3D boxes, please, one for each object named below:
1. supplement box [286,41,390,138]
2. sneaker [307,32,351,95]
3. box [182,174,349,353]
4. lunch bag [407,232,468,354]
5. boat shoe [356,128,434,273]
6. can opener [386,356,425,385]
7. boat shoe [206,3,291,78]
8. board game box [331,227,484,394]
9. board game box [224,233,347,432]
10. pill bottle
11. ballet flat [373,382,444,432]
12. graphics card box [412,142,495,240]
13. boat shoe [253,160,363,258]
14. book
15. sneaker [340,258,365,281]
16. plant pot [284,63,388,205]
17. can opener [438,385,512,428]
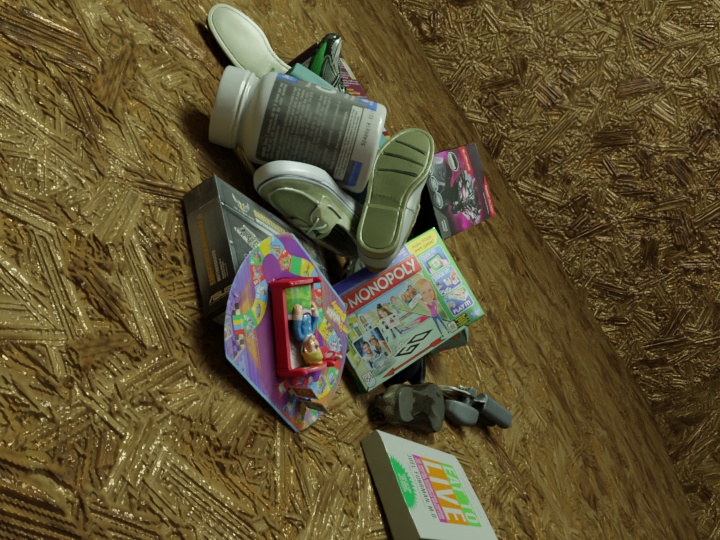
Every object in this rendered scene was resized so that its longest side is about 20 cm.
[{"bbox_3d":[-0.040,-0.288,1.385,0.201,0.085,0.110,59,20,-2],"label":"supplement box"},{"bbox_3d":[-0.034,-0.253,1.175,0.078,0.084,0.201,-68,161,-53],"label":"sneaker"},{"bbox_3d":[-0.101,0.007,0.867,0.200,0.048,0.159,34,31,-52],"label":"box"},{"bbox_3d":[0.108,0.026,1.260,0.161,0.077,0.201,-103,171,-49],"label":"lunch bag"},{"bbox_3d":[0.040,-0.090,1.001,0.069,0.074,0.201,90,21,-61],"label":"boat shoe"},{"bbox_3d":[0.043,0.064,1.100,0.079,0.063,0.201,59,17,-68],"label":"can opener"},{"bbox_3d":[-0.158,-0.306,1.176,0.200,0.067,0.072,44,68,-27],"label":"boat shoe"},{"bbox_3d":[0.048,0.048,1.008,0.135,0.199,0.029,60,-25,0],"label":"board game box"},{"bbox_3d":[-0.054,0.060,0.793,0.200,0.039,0.159,56,44,-39],"label":"board game box"},{"bbox_3d":[-0.077,-0.175,0.966,0.199,0.114,0.114,16,30,-5],"label":"pill bottle"},{"bbox_3d":[0.067,0.181,1.045,0.200,0.046,0.068,23,63,-64],"label":"ballet flat"},{"bbox_3d":[0.134,-0.120,1.209,0.200,0.051,0.126,-23,99,-53],"label":"graphics card box"},{"bbox_3d":[-0.049,-0.070,0.944,0.200,0.072,0.062,25,48,-51],"label":"boat shoe"},{"bbox_3d":[0.082,0.274,0.954,0.200,0.048,0.134,30,31,-51],"label":"book"},{"bbox_3d":[0.000,0.000,1.071,0.072,0.072,0.201,111,-26,-55],"label":"sneaker"},{"bbox_3d":[-0.057,-0.176,1.095,0.200,0.141,0.142,47,14,-17],"label":"plant pot"},{"bbox_3d":[0.183,0.231,1.271,0.200,0.053,0.067,38,61,-48],"label":"can opener"}]
